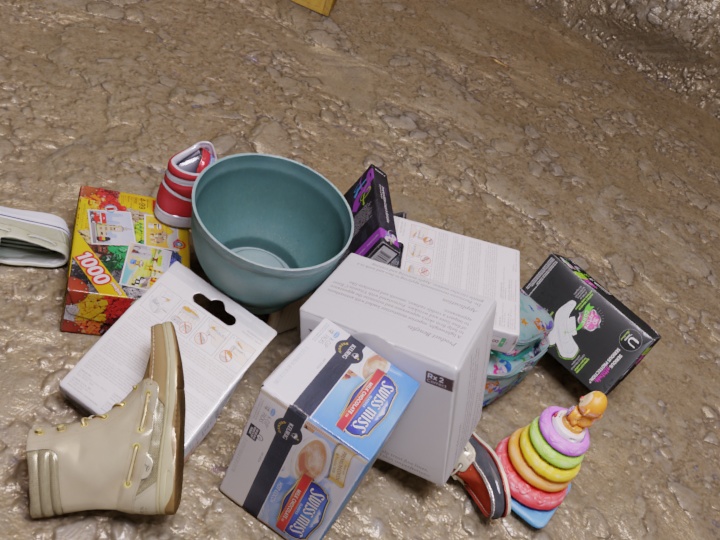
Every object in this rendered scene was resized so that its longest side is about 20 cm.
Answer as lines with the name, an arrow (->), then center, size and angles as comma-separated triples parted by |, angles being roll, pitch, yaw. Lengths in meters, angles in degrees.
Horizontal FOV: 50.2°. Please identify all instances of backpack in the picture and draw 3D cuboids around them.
backpack -> 0.171, 0.097, 1.123 | 0.199, 0.151, 0.178 | -26, 62, -41

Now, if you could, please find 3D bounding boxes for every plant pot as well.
plant pot -> -0.121, -0.030, 0.966 | 0.199, 0.135, 0.201 | 12, 44, -12

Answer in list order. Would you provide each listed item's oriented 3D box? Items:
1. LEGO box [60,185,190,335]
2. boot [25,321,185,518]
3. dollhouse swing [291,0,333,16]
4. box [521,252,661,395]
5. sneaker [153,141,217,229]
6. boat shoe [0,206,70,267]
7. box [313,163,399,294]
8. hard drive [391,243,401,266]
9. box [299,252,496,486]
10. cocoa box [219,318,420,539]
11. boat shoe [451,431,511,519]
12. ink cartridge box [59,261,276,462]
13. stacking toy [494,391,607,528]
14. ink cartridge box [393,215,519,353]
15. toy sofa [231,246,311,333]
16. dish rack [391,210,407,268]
LEGO box -> -0.304, -0.009, 1.010 | 0.148, 0.077, 0.201 | 8, 41, -22
boot -> -0.262, 0.152, 0.798 | 0.154, 0.073, 0.202 | -1, 72, -6
dollhouse swing -> -0.136, -0.763, 1.902 | 0.199, 0.177, 0.182 | 22, 38, -5
box -> 0.354, 0.085, 1.219 | 0.200, 0.125, 0.148 | 45, 16, 21
sneaker -> -0.172, -0.111, 1.043 | 0.198, 0.113, 0.072 | -1, 46, -26
boat shoe -> -0.463, -0.043, 0.961 | 0.199, 0.072, 0.062 | 2, 41, -33
box -> -0.011, -0.043, 1.066 | 0.036, 0.143, 0.201 | 31, 30, -26
hard drive -> 0.005, -0.023, 1.246 | 0.199, 0.033, 0.140 | 27, 38, -1
box -> 0.043, 0.116, 0.923 | 0.198, 0.201, 0.131 | 19, 41, 22
cocoa box -> -0.047, 0.183, 0.840 | 0.131, 0.201, 0.133 | 34, 40, 9
boat shoe -> 0.125, 0.234, 0.991 | 0.062, 0.072, 0.201 | -6, 46, -26
ink cartridge box -> -0.219, 0.109, 0.894 | 0.162, 0.050, 0.200 | 33, 59, 9
stacking toy -> 0.249, 0.218, 0.975 | 0.110, 0.201, 0.116 | 40, 40, 17
ink cartridge box -> 0.117, 0.016, 1.044 | 0.198, 0.050, 0.162 | 14, 46, -1
toy sofa -> -0.164, -0.001, 1.080 | 0.097, 0.083, 0.200 | -20, 57, -37
dish rack -> 0.000, 0.000, 1.099 | 0.054, 0.153, 0.201 | 35, 48, -29
